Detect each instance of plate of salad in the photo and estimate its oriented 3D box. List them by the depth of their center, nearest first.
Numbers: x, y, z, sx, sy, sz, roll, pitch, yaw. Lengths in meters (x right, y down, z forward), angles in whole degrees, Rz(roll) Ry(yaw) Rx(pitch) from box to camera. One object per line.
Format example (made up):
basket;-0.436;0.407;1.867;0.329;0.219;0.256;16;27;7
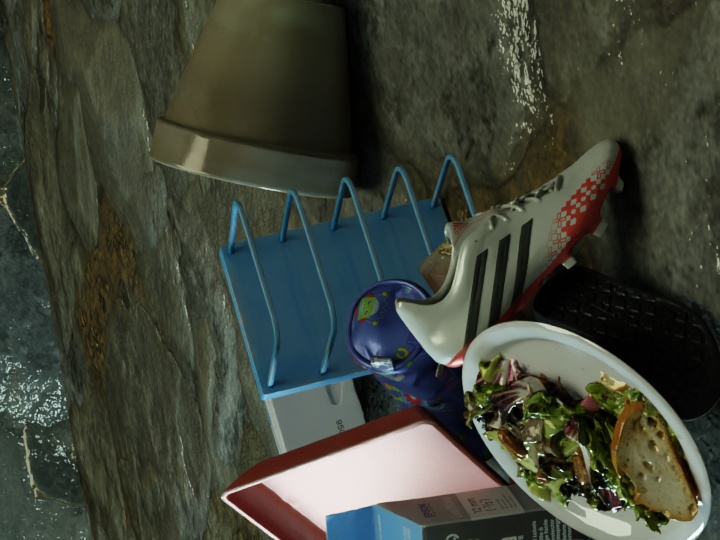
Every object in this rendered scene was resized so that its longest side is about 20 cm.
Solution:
plate of salad;0.144;0.120;1.324;0.199;0.048;0.201;30;145;23

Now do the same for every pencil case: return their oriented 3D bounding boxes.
pencil case;0.061;0.083;1.555;0.086;0.078;0.200;18;161;36

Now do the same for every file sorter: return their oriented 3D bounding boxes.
file sorter;0.000;0.000;1.615;0.123;0.198;0.140;107;148;-65

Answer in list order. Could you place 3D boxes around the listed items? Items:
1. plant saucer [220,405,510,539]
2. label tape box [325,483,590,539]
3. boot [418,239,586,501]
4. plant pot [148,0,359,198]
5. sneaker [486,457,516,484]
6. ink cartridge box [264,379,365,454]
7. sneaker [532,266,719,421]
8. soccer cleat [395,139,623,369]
plant saucer;0.022;0.182;1.586;0.200;0.199;0.037;44;-146;-42
label tape box;0.079;0.249;1.525;0.066;0.198;0.145;-131;35;-71
boot;0.121;0.064;1.442;0.201;0.064;0.186;62;165;-12
plant pot;-0.088;-0.173;1.853;0.200;0.198;0.175;-154;73;-66
sneaker;0.066;0.208;1.682;0.202;0.107;0.068;103;150;-45
ink cartridge box;-0.042;0.154;1.913;0.200;0.083;0.146;85;167;-63
sneaker;0.196;0.060;1.364;0.083;0.072;0.200;56;172;-33
soccer cleat;0.106;-0.022;1.381;0.085;0.200;0.069;39;180;-8
